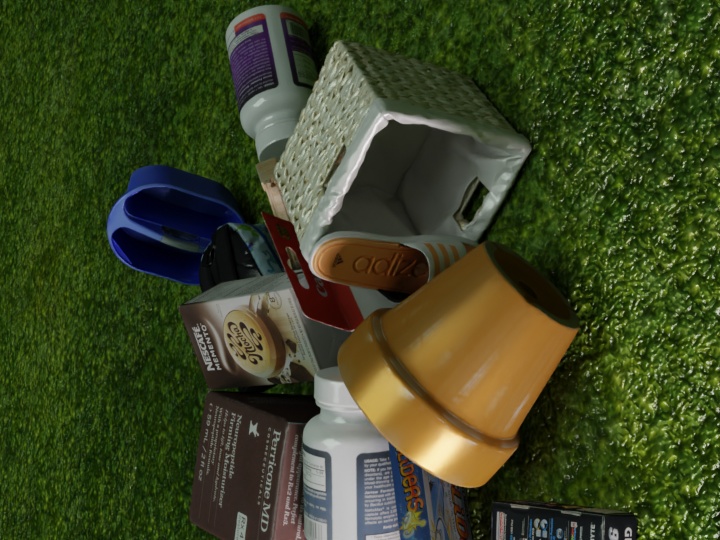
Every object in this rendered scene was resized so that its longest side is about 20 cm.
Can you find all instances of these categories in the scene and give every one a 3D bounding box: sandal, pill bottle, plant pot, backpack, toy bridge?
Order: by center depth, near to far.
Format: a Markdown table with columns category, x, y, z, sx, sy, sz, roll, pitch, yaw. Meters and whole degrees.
| category | x | y | z | sx | sy | sz | roll | pitch | yaw |
| --- | --- | --- | --- | --- | --- | --- | --- | --- | --- |
| plant pot | 0.110 | 0.078 | 1.318 | 0.183 | 0.200 | 0.200 | -48 | 45 | 18 |
| sandal | 0.045 | 0.007 | 1.392 | 0.059 | 0.206 | 0.079 | 57 | 135 | 48 |
| pill bottle | -0.002 | 0.207 | 1.421 | 0.119 | 0.119 | 0.201 | 11 | 104 | 56 |
| toy bridge | -0.082 | -0.040 | 1.568 | 0.200 | 0.027 | 0.067 | 76 | 175 | -50 |
| backpack | -0.133 | 0.031 | 1.727 | 0.200 | 0.154 | 0.163 | 51 | 133 | 20 |
| pill bottle | -0.108 | -0.236 | 1.746 | 0.111 | 0.111 | 0.201 | -41 | 52 | 45 |

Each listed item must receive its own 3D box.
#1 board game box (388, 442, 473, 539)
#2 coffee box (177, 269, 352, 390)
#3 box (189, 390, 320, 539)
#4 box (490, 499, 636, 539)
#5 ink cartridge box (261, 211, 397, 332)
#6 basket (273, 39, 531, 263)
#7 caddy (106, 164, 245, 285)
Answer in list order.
| category | x | y | z | sx | sy | sz | roll | pitch | yaw |
| --- | --- | --- | --- | --- | --- | --- | --- | --- | --- |
| board game box | 0.078 | 0.270 | 1.337 | 0.034 | 0.135 | 0.201 | -19 | 55 | 17 |
| coffee box | -0.105 | 0.068 | 1.541 | 0.200 | 0.080 | 0.113 | -10 | 105 | 45 |
| box | -0.077 | 0.240 | 1.568 | 0.200 | 0.164 | 0.167 | 10 | 92 | 56 |
| box | 0.188 | 0.324 | 1.268 | 0.159 | 0.046 | 0.201 | -7 | 79 | 55 |
| ink cartridge box | 0.000 | 0.000 | 1.464 | 0.050 | 0.200 | 0.162 | -45 | 48 | 25 |
| basket | 0.035 | -0.115 | 1.438 | 0.199 | 0.199 | 0.161 | -61 | 38 | 28 |
| caddy | -0.255 | -0.059 | 1.867 | 0.105 | 0.199 | 0.142 | -109 | 40 | -59 |
